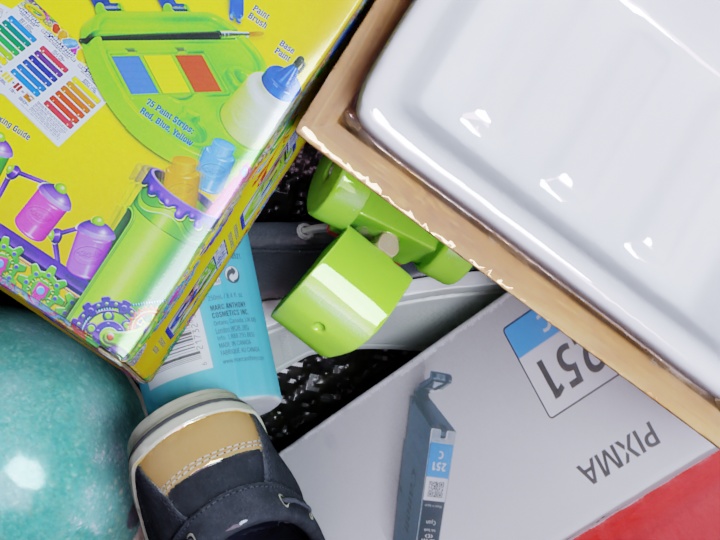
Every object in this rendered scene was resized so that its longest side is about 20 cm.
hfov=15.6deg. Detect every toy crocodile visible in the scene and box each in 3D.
[{"bbox_3d":[0.022,-0.060,1.026,0.067,0.062,0.201,25,71,-19],"label":"toy crocodile"}]

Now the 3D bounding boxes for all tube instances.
[{"bbox_3d":[-0.078,-0.038,1.019,0.077,0.050,0.201,-13,78,-7],"label":"tube"}]

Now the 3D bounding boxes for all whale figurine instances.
[{"bbox_3d":[-0.165,0.108,1.024,0.158,0.104,0.201,28,84,17],"label":"whale figurine"}]

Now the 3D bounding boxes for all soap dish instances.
[{"bbox_3d":[0.089,-0.053,0.922,0.200,0.081,0.158,36,75,-17],"label":"soap dish"}]

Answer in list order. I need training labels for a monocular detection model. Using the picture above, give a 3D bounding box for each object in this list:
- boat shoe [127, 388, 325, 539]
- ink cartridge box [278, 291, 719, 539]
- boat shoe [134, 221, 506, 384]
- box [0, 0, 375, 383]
[{"bbox_3d":[-0.044,0.120,1.018,0.074,0.062,0.200,-26,148,-9],"label":"boat shoe"},{"bbox_3d":[0.078,0.103,1.038,0.200,0.045,0.177,-37,77,37],"label":"ink cartridge box"},{"bbox_3d":[0.000,0.000,1.071,0.198,0.076,0.061,-7,67,-12],"label":"boat shoe"},{"bbox_3d":[-0.109,-0.096,0.932,0.199,0.122,0.193,34,85,3],"label":"box"}]
